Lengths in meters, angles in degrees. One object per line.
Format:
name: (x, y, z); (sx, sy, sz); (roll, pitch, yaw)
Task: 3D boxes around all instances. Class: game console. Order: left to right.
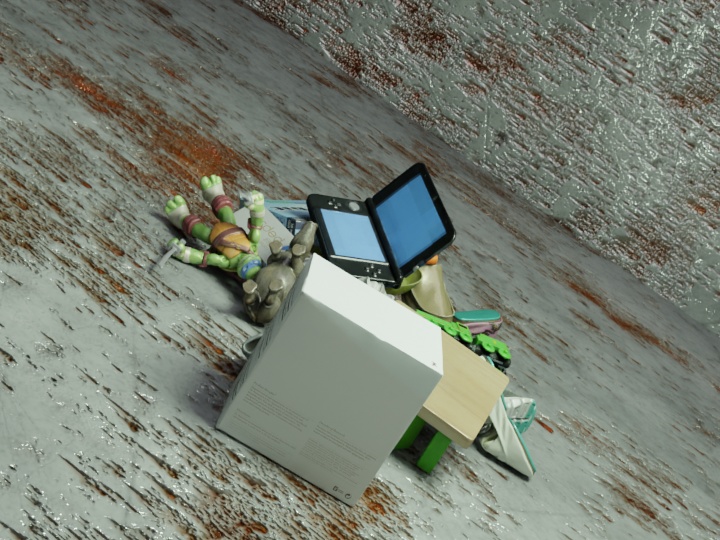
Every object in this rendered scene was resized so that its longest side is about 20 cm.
game console: (0.027, -0.081, 1.769); (0.169, 0.119, 0.201); (8, 37, -24)

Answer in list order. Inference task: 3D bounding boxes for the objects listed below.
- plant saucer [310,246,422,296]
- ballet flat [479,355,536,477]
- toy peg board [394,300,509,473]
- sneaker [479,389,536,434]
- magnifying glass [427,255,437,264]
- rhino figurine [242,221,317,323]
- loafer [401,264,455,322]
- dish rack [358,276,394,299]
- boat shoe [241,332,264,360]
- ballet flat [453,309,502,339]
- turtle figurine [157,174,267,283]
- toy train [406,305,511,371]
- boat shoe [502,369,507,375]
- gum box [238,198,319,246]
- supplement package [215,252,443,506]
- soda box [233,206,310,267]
plant saucer: (0.000, 0.000, 1.835); (0.198, 0.031, 0.200); (12, 18, -4)
ballet flat: (0.194, 0.222, 1.689); (0.069, 0.069, 0.201); (-70, 138, -73)
toy peg board: (0.076, 0.165, 1.581); (0.199, 0.098, 0.199); (35, 27, 7)
sneaker: (0.181, 0.206, 1.777); (0.199, 0.078, 0.091); (21, 4, -44)
magnifying glass: (0.040, -0.029, 1.845); (0.199, 0.022, 0.080); (5, 40, -33)
rhino figurine: (-0.110, -0.004, 1.662); (0.059, 0.088, 0.201); (24, 50, 10)
loafer: (0.104, 0.023, 1.907); (0.075, 0.068, 0.201); (3, 36, -25)
dish rack: (-0.046, 0.061, 1.600); (0.200, 0.170, 0.044); (-65, 141, -72)
boat shoe: (-0.050, 0.094, 1.463); (0.065, 0.200, 0.075); (59, 26, -64)
ballet flat: (0.148, 0.099, 1.952); (0.198, 0.072, 0.069); (5, 18, -23)
turtle figurine: (-0.218, -0.078, 1.689); (0.199, 0.145, 0.194); (21, 16, -43)
toy train: (0.139, 0.099, 1.718); (0.199, 0.042, 0.057); (24, 23, -19)
boat shoe: (0.203, 0.162, 1.859); (0.200, 0.074, 0.063); (29, 50, -75)
gum box: (-0.085, -0.080, 1.918); (0.169, 0.045, 0.199); (0, 12, -34)
supplement package: (-0.033, 0.126, 1.363); (0.190, 0.201, 0.147); (31, 17, -7)
soda box: (-0.128, -0.019, 1.776); (0.068, 0.064, 0.200); (-31, 55, -21)
